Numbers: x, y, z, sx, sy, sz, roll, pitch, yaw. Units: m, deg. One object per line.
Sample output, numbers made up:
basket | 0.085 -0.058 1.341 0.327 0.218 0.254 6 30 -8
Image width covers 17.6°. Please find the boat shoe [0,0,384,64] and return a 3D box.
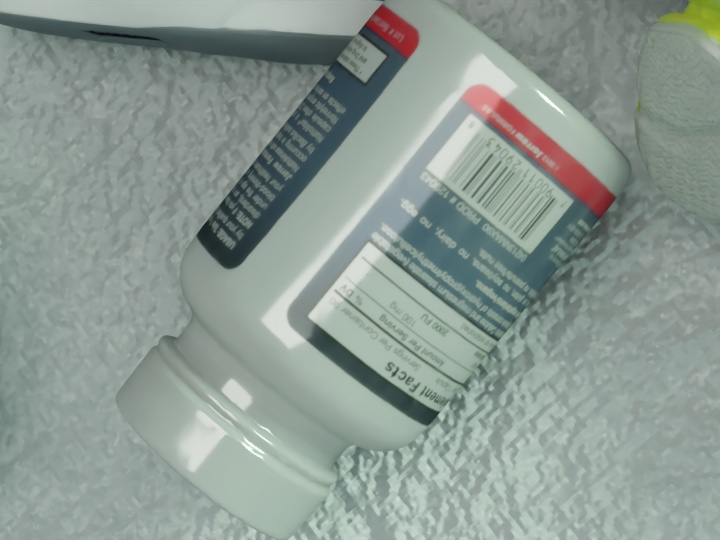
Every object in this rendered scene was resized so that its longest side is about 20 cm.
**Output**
boat shoe | -0.074 -0.128 0.978 0.199 0.074 0.066 8 87 17

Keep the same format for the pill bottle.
pill bottle | 0.000 0.000 0.909 0.120 0.120 0.200 41 94 19

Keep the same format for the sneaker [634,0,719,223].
sneaker | 0.165 -0.108 0.847 0.076 0.200 0.105 36 51 21
